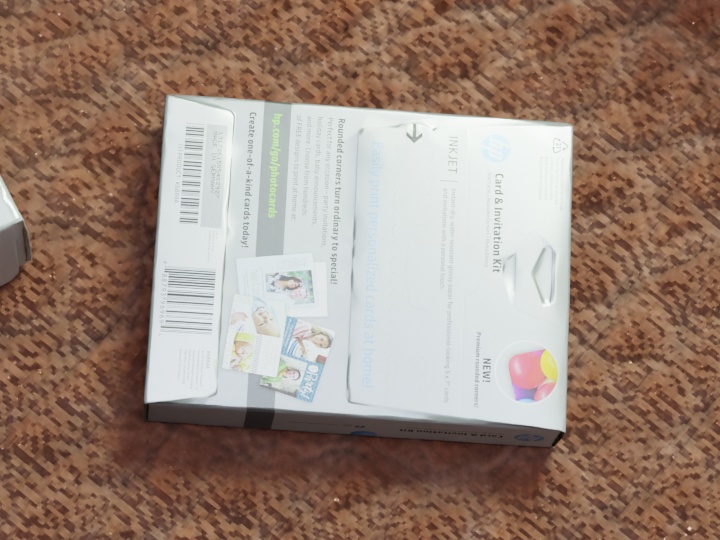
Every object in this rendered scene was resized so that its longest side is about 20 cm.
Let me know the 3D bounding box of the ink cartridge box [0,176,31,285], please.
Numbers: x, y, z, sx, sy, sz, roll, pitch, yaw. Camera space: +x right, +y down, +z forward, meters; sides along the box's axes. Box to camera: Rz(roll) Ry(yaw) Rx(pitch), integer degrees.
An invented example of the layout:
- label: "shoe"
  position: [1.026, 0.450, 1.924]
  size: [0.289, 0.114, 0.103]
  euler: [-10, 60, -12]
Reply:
- label: "ink cartridge box"
  position: [-0.261, -0.067, 1.316]
  size: [0.144, 0.085, 0.200]
  euler: [-25, 80, -12]

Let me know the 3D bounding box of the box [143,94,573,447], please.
- label: "box"
  position: [0.000, 0.000, 1.343]
  size: [0.200, 0.041, 0.156]
  euler: [3, 75, -3]
